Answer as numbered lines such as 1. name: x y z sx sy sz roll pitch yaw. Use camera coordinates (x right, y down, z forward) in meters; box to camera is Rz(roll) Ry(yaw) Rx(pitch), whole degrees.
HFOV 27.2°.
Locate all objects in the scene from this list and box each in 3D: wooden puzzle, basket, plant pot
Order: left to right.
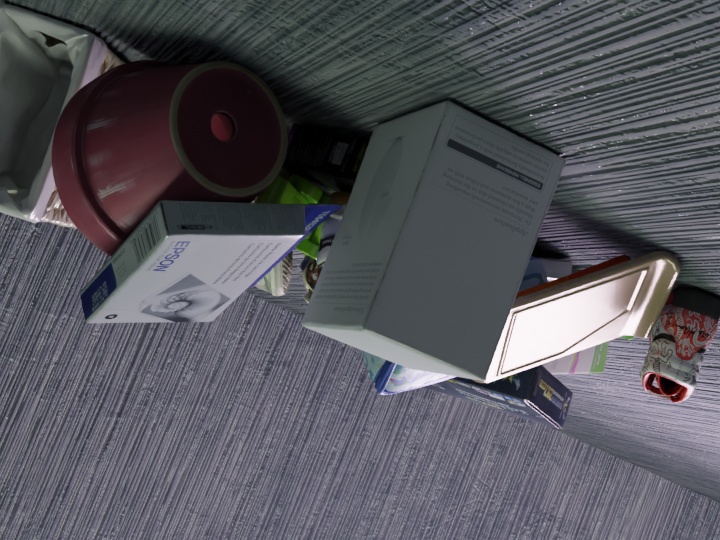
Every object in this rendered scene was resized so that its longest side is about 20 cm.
1. basket: -0.333 -0.154 1.550 0.135 0.202 0.123 20 179 21
2. plant pot: -0.169 -0.114 1.419 0.199 0.202 0.178 27 157 -30
3. wooden puzzle: 0.203 0.043 1.470 0.198 0.038 0.185 -14 155 -7

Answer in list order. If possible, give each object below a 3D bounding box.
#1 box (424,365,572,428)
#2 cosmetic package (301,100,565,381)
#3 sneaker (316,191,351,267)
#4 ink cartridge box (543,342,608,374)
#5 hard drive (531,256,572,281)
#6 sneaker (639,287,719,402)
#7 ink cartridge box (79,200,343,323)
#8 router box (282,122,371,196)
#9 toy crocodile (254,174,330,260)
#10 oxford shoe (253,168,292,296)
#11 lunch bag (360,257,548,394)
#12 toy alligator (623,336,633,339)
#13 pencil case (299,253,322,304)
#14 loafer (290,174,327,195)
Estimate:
1. box: 0.134 0.123 1.739 0.198 0.051 0.158 16 170 26
2. cosmetic package: 0.058 -0.021 1.290 0.122 0.202 0.199 24 173 -15
3. sneaker: 0.000 0.000 1.512 0.075 0.088 0.200 9 159 26
4. ink cartridge box: 0.218 0.086 1.885 0.116 0.068 0.199 16 -172 38
5. hard drive: 0.121 -0.005 1.661 0.198 0.027 0.132 6 176 -12
6. sneaker: 0.327 0.084 1.590 0.067 0.109 0.201 22 173 1
7. ink cartridge box: -0.140 -0.005 1.420 0.198 0.041 0.199 -2 156 -34
8. router box: 0.032 -0.080 1.522 0.199 0.051 0.149 29 172 -41
9. toy crocodile: -0.068 -0.058 1.535 0.061 0.068 0.200 26 178 20
10. oxford shoe: -0.107 -0.062 1.614 0.057 0.202 0.075 8 -147 10
11. lunch bag: 0.103 0.061 1.570 0.198 0.083 0.161 -15 163 -18
12. toy alligator: 0.283 0.047 1.710 0.198 0.060 0.055 15 131 -4
13. pencil case: -0.035 -0.026 1.740 0.078 0.089 0.200 54 -172 -17
14. loafer: -0.052 -0.091 1.681 0.070 0.068 0.200 49 162 -30
